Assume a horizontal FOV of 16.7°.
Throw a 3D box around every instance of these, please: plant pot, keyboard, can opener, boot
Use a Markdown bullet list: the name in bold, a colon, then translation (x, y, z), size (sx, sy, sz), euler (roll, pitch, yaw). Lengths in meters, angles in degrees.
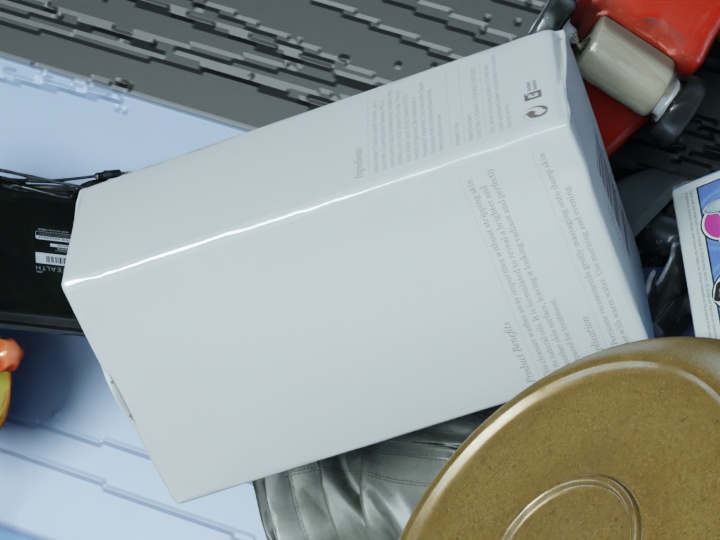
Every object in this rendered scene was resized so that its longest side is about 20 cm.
- **plant pot**: translation (0.074, 0.103, 0.829), size (0.200, 0.027, 0.200), euler (-30, 39, 28)
- **keyboard**: translation (-0.122, 0.000, 1.030), size (0.200, 0.040, 0.104), euler (8, 42, -17)
- **can opener**: translation (0.088, 0.036, 0.980), size (0.067, 0.053, 0.200), euler (23, 55, 27)
- **boot**: translation (0.025, 0.111, 1.015), size (0.131, 0.068, 0.200), euler (-13, 69, 13)

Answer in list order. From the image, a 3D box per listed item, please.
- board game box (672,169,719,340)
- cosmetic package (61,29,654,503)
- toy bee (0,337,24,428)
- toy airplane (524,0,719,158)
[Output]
- **board game box**: translation (0.217, 0.020, 0.850), size (0.196, 0.056, 0.200), euler (-21, 41, 19)
- **cosmetic package**: translation (0.000, 0.000, 0.930), size (0.200, 0.081, 0.113), euler (-16, 120, 11)
- **toy bee**: translation (-0.175, 0.035, 1.040), size (0.131, 0.109, 0.200), euler (-30, 80, -42)
- **toy airplane**: translation (0.139, -0.144, 0.997), size (0.199, 0.141, 0.200), euler (-12, 91, -2)
